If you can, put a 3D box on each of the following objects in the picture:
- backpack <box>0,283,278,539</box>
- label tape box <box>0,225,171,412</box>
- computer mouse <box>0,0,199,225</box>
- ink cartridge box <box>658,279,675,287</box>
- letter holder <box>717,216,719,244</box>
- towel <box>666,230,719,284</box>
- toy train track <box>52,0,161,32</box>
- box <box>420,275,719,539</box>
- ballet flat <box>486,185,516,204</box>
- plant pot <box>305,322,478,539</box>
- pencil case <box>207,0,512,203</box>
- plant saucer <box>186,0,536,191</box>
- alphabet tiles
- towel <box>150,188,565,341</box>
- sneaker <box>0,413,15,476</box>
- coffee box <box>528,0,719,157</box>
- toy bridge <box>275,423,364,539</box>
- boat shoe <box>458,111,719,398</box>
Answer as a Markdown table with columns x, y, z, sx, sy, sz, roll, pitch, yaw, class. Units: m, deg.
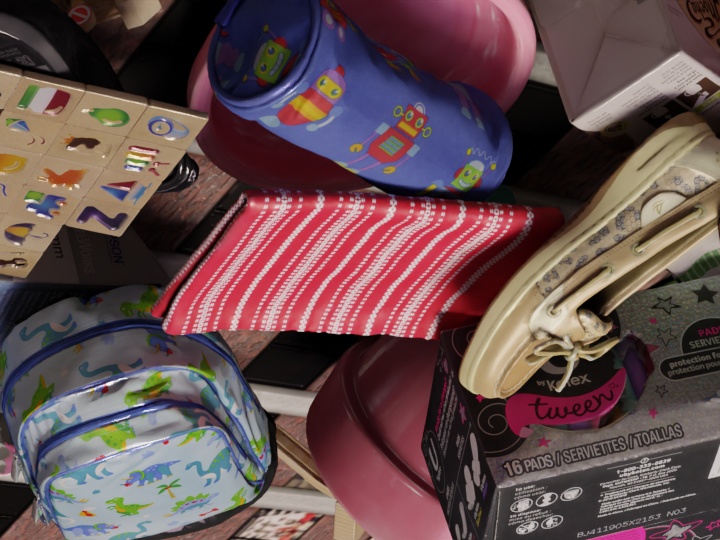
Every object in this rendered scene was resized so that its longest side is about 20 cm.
| x | y | z | sx | sy | sz | roll | pitch | yaw | class |
| --- | --- | --- | --- | --- | --- | --- | --- | --- | --- |
| -0.137 | 0.088 | 1.398 | 0.162 | 0.154 | 0.201 | -11 | 137 | -1 | backpack |
| -0.200 | 0.025 | 1.442 | 0.199 | 0.066 | 0.143 | 1 | 145 | -33 | label tape box |
| -0.178 | -0.096 | 1.221 | 0.137 | 0.053 | 0.200 | -9 | 151 | 15 | computer mouse |
| 0.183 | 0.121 | 1.688 | 0.199 | 0.146 | 0.084 | -30 | 146 | 21 | ink cartridge box |
| 0.308 | -0.013 | 1.298 | 0.199 | 0.101 | 0.142 | -32 | 153 | -6 | letter holder |
| 0.244 | -0.028 | 1.388 | 0.152 | 0.024 | 0.200 | -24 | 148 | 16 | towel |
| -0.202 | -0.111 | 1.257 | 0.199 | 0.033 | 0.115 | -18 | 148 | 4 | toy train track |
| 0.148 | 0.094 | 1.403 | 0.198 | 0.115 | 0.133 | -12 | 145 | -14 | box |
| 0.043 | -0.026 | 1.423 | 0.070 | 0.071 | 0.200 | -27 | 174 | 17 | ballet flat |
| 0.090 | 0.081 | 1.562 | 0.199 | 0.200 | 0.180 | 13 | 122 | -38 | plant pot |
| -0.002 | -0.092 | 1.239 | 0.078 | 0.087 | 0.200 | -49 | 142 | 11 | pencil case |
| -0.003 | -0.120 | 1.319 | 0.199 | 0.051 | 0.201 | -12 | 149 | -7 | plant saucer |
| -0.193 | -0.051 | 1.243 | 0.166 | 0.008 | 0.200 | 11 | 149 | -23 | alphabet tiles |
| 0.000 | 0.000 | 1.303 | 0.199 | 0.023 | 0.145 | 3 | 150 | -28 | towel |
| -0.303 | 0.092 | 1.508 | 0.199 | 0.081 | 0.086 | 17 | 156 | -41 | sneaker |
| 0.190 | -0.114 | 1.357 | 0.080 | 0.114 | 0.199 | -33 | 144 | 27 | coffee box |
| -0.082 | 0.127 | 1.592 | 0.199 | 0.027 | 0.068 | 14 | 122 | 19 | toy bridge |
| 0.133 | 0.004 | 1.291 | 0.200 | 0.063 | 0.073 | -49 | 164 | 18 | boat shoe |
